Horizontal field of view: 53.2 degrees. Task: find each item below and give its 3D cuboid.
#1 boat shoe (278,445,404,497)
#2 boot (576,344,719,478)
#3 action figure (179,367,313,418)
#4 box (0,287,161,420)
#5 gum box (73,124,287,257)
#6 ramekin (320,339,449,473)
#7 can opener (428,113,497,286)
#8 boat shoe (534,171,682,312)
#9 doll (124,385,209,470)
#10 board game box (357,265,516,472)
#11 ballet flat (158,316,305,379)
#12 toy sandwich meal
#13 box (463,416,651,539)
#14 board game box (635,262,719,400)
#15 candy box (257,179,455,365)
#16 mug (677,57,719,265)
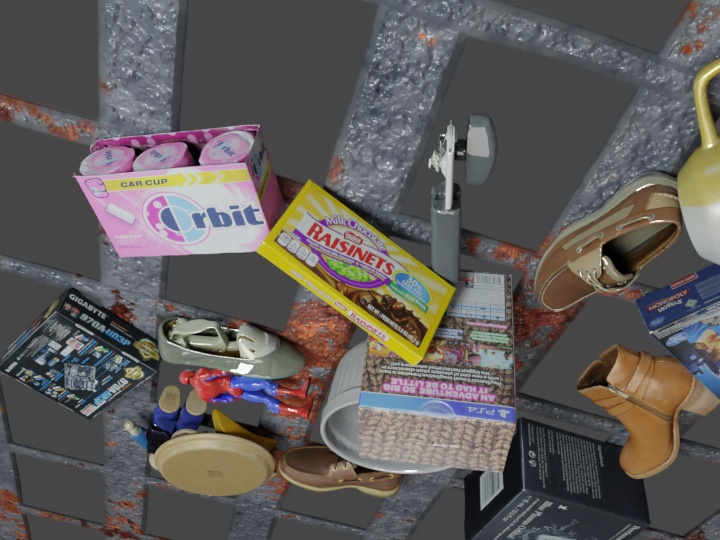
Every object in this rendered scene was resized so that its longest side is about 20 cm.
[{"bbox_3d":[-0.026,0.297,1.109,0.196,0.073,0.068,10,131,-9],"label":"boat shoe"},{"bbox_3d":[0.344,0.178,0.923,0.152,0.074,0.202,17,123,-9],"label":"boot"},{"bbox_3d":[-0.164,0.163,1.011,0.196,0.052,0.066,6,130,11],"label":"action figure"},{"bbox_3d":[-0.395,0.124,1.012,0.158,0.046,0.199,37,129,-25],"label":"box"},{"bbox_3d":[-0.189,-0.080,0.758,0.196,0.067,0.115,-3,135,13],"label":"gum box"},{"bbox_3d":[0.051,0.172,0.932,0.196,0.106,0.202,6,141,4],"label":"ramekin"},{"bbox_3d":[0.099,-0.063,0.735,0.065,0.053,0.202,5,136,5],"label":"can opener"},{"bbox_3d":[0.251,-0.015,0.744,0.075,0.073,0.201,23,134,-14],"label":"boat shoe"},{"bbox_3d":[-0.298,0.250,1.117,0.134,0.049,0.201,10,137,-18],"label":"doll"},{"bbox_3d":[0.085,0.101,0.796,0.156,0.202,0.098,5,137,5],"label":"board game box"},{"bbox_3d":[-0.169,0.097,0.934,0.196,0.068,0.065,6,129,4],"label":"ballet flat"},{"bbox_3d":[-0.215,0.281,1.104,0.201,0.071,0.207,-1,139,-1],"label":"toy sandwich meal"},{"bbox_3d":[0.280,0.337,1.059,0.197,0.119,0.198,17,135,-9],"label":"box"},{"bbox_3d":[0.442,0.076,0.793,0.198,0.062,0.201,-28,118,20],"label":"board game box"},{"bbox_3d":[0.000,0.000,0.746,0.199,0.103,0.026,36,142,-5],"label":"candy box"},{"bbox_3d":[0.365,-0.089,0.631,0.151,0.190,0.148,-17,163,36],"label":"mug"}]
